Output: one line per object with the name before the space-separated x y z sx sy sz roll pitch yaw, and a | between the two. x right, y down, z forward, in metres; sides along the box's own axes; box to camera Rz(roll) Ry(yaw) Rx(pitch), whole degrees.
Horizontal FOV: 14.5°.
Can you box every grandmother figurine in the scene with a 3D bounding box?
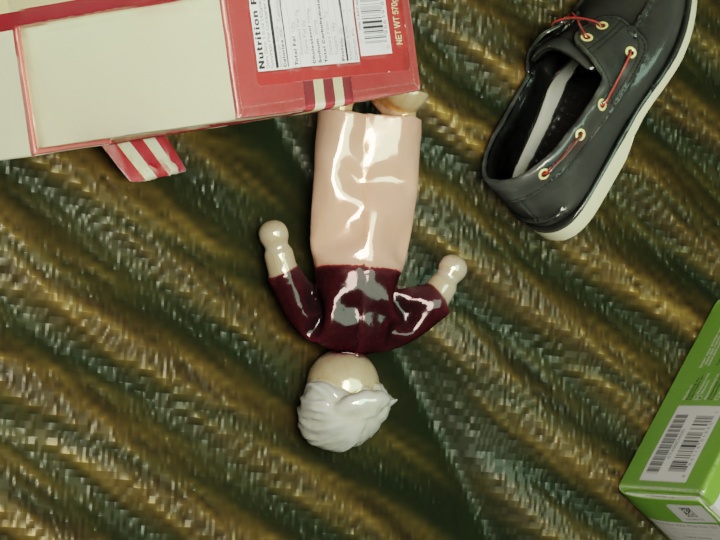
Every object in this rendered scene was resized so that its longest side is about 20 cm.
grandmother figurine | 0.000 0.000 1.560 0.120 0.061 0.201 8 86 -8

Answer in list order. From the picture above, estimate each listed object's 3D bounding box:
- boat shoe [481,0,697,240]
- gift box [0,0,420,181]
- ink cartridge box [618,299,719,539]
boat shoe | 0.136 -0.119 1.649 0.063 0.073 0.202 39 71 -38
gift box | -0.088 -0.143 1.422 0.200 0.186 0.186 -5 89 -56
ink cartridge box | 0.271 0.135 1.742 0.200 0.076 0.148 45 64 -28
